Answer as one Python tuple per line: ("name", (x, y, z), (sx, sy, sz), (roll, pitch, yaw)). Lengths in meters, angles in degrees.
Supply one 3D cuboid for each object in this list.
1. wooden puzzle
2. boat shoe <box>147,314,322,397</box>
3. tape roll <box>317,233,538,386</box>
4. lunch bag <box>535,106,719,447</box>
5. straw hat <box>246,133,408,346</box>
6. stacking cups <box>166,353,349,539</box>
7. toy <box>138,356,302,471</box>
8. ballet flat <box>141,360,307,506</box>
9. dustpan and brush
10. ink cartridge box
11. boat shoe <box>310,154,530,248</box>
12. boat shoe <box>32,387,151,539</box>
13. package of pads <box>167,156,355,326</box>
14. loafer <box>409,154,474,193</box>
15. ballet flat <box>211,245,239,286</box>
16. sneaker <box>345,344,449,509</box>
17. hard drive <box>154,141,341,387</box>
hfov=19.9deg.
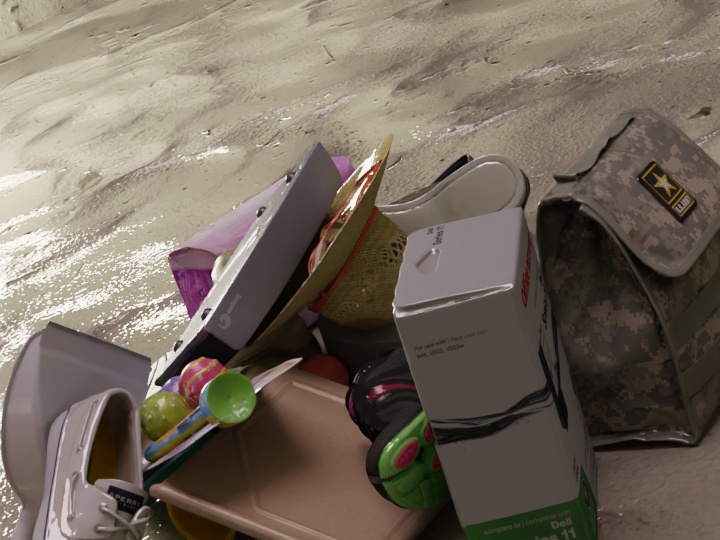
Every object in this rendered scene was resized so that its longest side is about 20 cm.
("wooden puzzle", (-0.023, 0.146, 1.463), (0.184, 0.038, 0.200), (18, 33, 27))
("boat shoe", (-0.124, 0.096, 1.710), (0.199, 0.065, 0.071), (-29, 21, 24))
("tape roll", (0.068, 0.040, 1.672), (0.198, 0.067, 0.201), (-18, 19, 6))
("lunch bag", (0.201, -0.002, 1.459), (0.117, 0.202, 0.164), (-6, 22, 32))
("straw hat", (0.000, 0.000, 1.593), (0.202, 0.085, 0.201), (-55, 8, 11))
("stacking cups", (-0.074, 0.130, 1.563), (0.060, 0.061, 0.200), (-6, 26, 32))
("toy", (-0.122, 0.096, 1.494), (0.115, 0.047, 0.200), (-37, 6, -21))
("ballet flat", (-0.122, 0.114, 1.634), (0.199, 0.069, 0.063), (-31, 58, -27))
("dustpan and brush", (-0.231, 0.149, 1.536), (0.057, 0.202, 0.139), (1, -14, 33))
("ink cartridge box", (0.092, 0.078, 1.347), (0.082, 0.202, 0.147), (-14, 20, 12))
("boat shoe", (0.048, -0.030, 1.682), (0.200, 0.073, 0.060), (-27, -11, 12))
("boat shoe", (-0.180, 0.172, 1.433), (0.070, 0.071, 0.201), (-34, 41, 35))
("package of pads", (-0.072, -0.009, 1.848), (0.075, 0.121, 0.200), (2, 28, 45))
("loafer", (0.058, -0.041, 1.882), (0.068, 0.071, 0.200), (-2, 26, 36))
("ballet flat", (-0.036, -0.004, 1.764), (0.198, 0.071, 0.071), (-8, 14, -26))
("sneaker", (0.028, 0.108, 1.432), (0.083, 0.078, 0.200), (0, 19, 11))
("hard drive", (-0.085, 0.003, 1.625), (0.201, 0.042, 0.135), (-60, 8, -34))
